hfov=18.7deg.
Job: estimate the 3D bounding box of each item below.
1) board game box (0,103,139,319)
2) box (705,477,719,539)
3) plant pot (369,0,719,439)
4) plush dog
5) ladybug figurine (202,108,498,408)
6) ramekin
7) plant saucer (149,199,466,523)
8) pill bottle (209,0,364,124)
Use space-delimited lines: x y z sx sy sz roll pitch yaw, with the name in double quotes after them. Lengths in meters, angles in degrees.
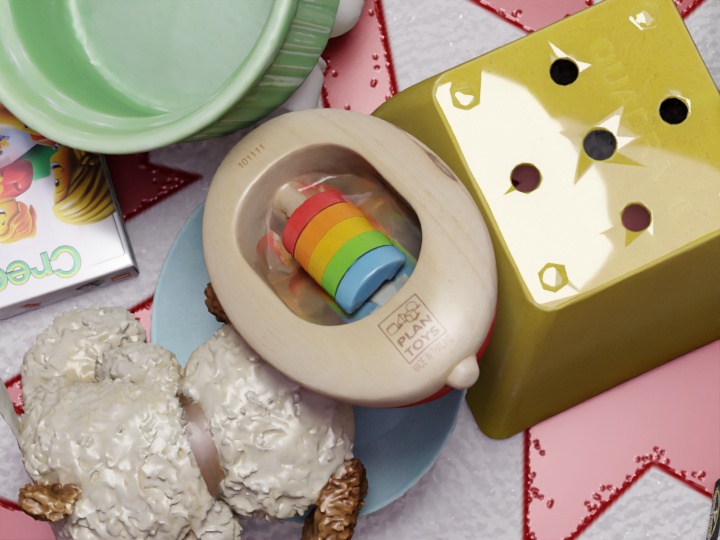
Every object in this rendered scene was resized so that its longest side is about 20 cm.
-0.241 -0.028 1.254 0.199 0.035 0.127 -18 80 -3 "board game box"
0.283 0.208 1.197 0.199 0.049 0.162 10 77 2 "box"
0.120 -0.047 1.184 0.199 0.176 0.201 -24 79 -4 "plant pot"
-0.087 0.090 1.158 0.171 0.160 0.201 -23 82 3 "plush dog"
0.000 0.000 1.116 0.136 0.072 0.200 -40 53 0 "ladybug figurine"
-0.106 -0.159 1.147 0.199 0.098 0.201 0 90 22 "ramekin"
-0.023 0.038 1.212 0.200 0.039 0.202 2 93 27 "plant saucer"
-0.047 -0.189 1.243 0.114 0.114 0.201 13 84 3 "pill bottle"
